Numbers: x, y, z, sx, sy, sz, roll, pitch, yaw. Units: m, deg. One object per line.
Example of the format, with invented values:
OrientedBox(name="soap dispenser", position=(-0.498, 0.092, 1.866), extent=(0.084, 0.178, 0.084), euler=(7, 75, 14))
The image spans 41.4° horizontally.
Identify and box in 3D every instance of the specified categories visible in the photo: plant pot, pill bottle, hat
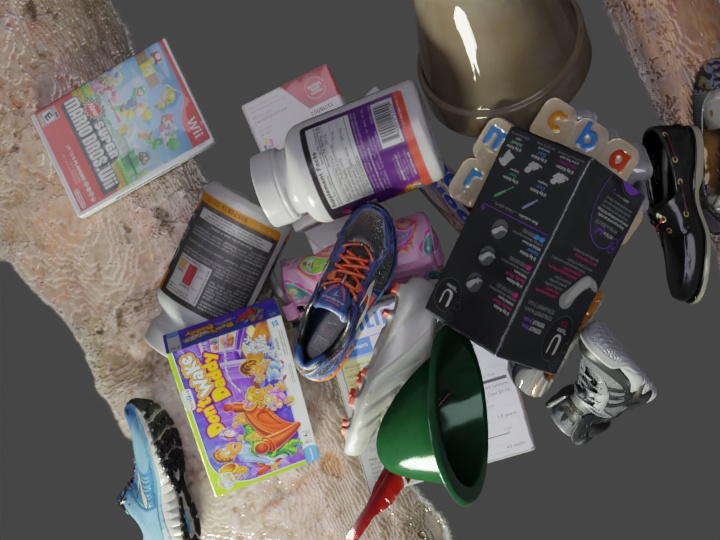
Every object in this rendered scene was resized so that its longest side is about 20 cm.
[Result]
OrientedBox(name="plant pot", position=(0.135, -0.273, 1.017), extent=(0.196, 0.174, 0.204), euler=(-11, 58, 19))
OrientedBox(name="pill bottle", position=(-0.170, 0.008, 1.122), extent=(0.115, 0.116, 0.203), euler=(27, 93, 5))
OrientedBox(name="hat", position=(0.027, 0.167, 0.977), extent=(0.173, 0.165, 0.205), euler=(-9, 67, 25))
OrientedBox(name="pill bottle", position=(-0.015, -0.120, 1.036), extent=(0.196, 0.111, 0.114), euler=(-19, 89, 10))

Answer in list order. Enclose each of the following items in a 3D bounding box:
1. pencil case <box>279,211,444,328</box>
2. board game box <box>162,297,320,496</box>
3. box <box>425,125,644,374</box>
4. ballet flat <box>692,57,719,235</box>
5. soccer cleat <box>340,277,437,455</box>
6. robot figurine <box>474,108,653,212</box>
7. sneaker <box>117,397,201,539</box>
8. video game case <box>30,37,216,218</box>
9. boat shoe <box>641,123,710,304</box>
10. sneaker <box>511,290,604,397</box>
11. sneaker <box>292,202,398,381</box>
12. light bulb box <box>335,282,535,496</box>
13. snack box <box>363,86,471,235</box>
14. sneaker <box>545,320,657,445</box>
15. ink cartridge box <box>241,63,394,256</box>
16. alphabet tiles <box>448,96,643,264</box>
OrientedBox(name="pencil case", position=(0.000, 0.000, 1.117), extent=(0.196, 0.087, 0.089), euler=(-19, 89, 3))
OrientedBox(name="board game box", position=(-0.134, 0.148, 1.097), extent=(0.132, 0.045, 0.204), euler=(-18, 118, -9))
OrientedBox(name="box", position=(0.171, -0.018, 0.938), extent=(0.105, 0.121, 0.203), euler=(31, 98, 43))
OrientedBox(name="ballet flat", position=(0.418, -0.144, 1.084), extent=(0.070, 0.072, 0.205), euler=(-1, 90, 6))
OrientedBox(name="soccer cleat", position=(0.039, 0.107, 1.003), extent=(0.076, 0.069, 0.204), euler=(22, 92, -1))
OrientedBox(name="robot figurine", position=(0.226, -0.103, 1.081), extent=(0.195, 0.114, 0.173), euler=(0, 118, 5))
OrientedBox(name="sneaker", position=(-0.261, 0.257, 1.155), extent=(0.088, 0.078, 0.205), euler=(-13, 89, 9))
OrientedBox(name="video game case", position=(-0.294, -0.175, 1.181), extent=(0.197, 0.017, 0.145), euler=(-28, 88, 5))
OrientedBox(name="boat shoe", position=(0.355, -0.064, 1.084), extent=(0.062, 0.074, 0.206), euler=(-1, 84, -13))
OrientedBox(name="sneaker", position=(0.205, 0.068, 1.063), extent=(0.076, 0.200, 0.079), euler=(32, 127, 13))
OrientedBox(name="sneaker", position=(-0.016, 0.026, 1.003), extent=(0.074, 0.078, 0.204), euler=(21, 93, 8))
OrientedBox(name="light bulb box", position=(0.080, 0.123, 1.093), extent=(0.194, 0.125, 0.204), euler=(-16, 88, 6))
OrientedBox(name="snack box", position=(0.072, -0.123, 1.116), extent=(0.024, 0.072, 0.200), euler=(-41, 86, -15))
OrientedBox(name="sneaker", position=(0.255, 0.131, 1.048), extent=(0.113, 0.200, 0.076), euler=(-40, 56, 8))
OrientedBox(name="ink cartridge box", position=(-0.046, -0.123, 1.131), extent=(0.115, 0.067, 0.203), euler=(-24, 89, 6))
OrientedBox(name="alphabet tiles", position=(0.198, -0.075, 1.025), extent=(0.198, 0.015, 0.198), euler=(30, 109, -5))
